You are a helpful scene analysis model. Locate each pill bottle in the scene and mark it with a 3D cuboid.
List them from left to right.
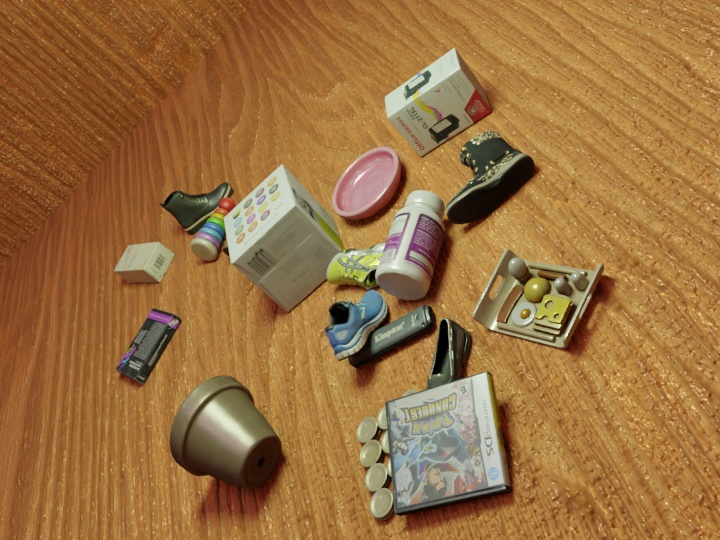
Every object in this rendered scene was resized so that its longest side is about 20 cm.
[{"bbox_3d":[0.107,-0.054,1.470,0.110,0.112,0.204,-7,52,42],"label":"pill bottle"}]

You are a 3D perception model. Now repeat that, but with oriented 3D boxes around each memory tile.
[{"bbox_3d":[0.063,0.312,1.262,0.152,0.017,0.203,-36,38,18],"label":"memory tile"}]

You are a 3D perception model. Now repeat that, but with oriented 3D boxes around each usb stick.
[{"bbox_3d":[0.057,0.128,1.423,0.197,0.033,0.056,-30,39,24],"label":"usb stick"}]

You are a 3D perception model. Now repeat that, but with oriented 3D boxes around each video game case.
[{"bbox_3d":[0.132,0.275,1.169,0.196,0.025,0.185,-22,58,28],"label":"video game case"}]

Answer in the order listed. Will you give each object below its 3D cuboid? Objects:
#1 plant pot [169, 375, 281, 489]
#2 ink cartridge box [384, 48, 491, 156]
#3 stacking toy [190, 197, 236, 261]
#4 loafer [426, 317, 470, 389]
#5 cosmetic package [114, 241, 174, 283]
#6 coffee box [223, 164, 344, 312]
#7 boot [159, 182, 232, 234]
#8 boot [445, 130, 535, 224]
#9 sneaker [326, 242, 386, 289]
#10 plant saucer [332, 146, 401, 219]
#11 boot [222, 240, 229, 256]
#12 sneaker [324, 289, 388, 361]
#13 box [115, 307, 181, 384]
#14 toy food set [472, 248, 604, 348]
[{"bbox_3d":[-0.248,0.334,1.453,0.172,0.201,0.203,22,73,34],"label":"plant pot"},{"bbox_3d":[0.173,-0.373,1.662,0.197,0.145,0.084,-30,41,24],"label":"ink cartridge box"},{"bbox_3d":[-0.413,-0.128,2.132,0.084,0.086,0.203,-11,43,39],"label":"stacking toy"},{"bbox_3d":[0.140,0.177,1.263,0.071,0.063,0.204,-15,48,37],"label":"loafer"},{"bbox_3d":[-0.679,-0.023,2.314,0.197,0.073,0.106,-3,55,44],"label":"cosmetic package"},{"bbox_3d":[-0.177,-0.076,1.715,0.198,0.200,0.200,-38,36,12],"label":"coffee box"},{"bbox_3d":[-0.499,-0.220,2.244,0.200,0.138,0.078,-45,36,3],"label":"boot"},{"bbox_3d":[0.238,-0.192,1.488,0.198,0.073,0.152,-38,38,9],"label":"boot"},{"bbox_3d":[0.000,0.000,1.566,0.197,0.075,0.078,-18,44,38],"label":"sneaker"},{"bbox_3d":[0.021,-0.199,1.746,0.198,0.051,0.204,-29,39,26],"label":"plant saucer"},{"bbox_3d":[-0.277,-0.111,1.977,0.198,0.076,0.158,-9,47,51],"label":"boot"},{"bbox_3d":[-0.010,0.086,1.449,0.077,0.090,0.200,-25,14,32],"label":"sneaker"},{"bbox_3d":[-0.586,0.206,2.037,0.141,0.036,0.203,7,62,50],"label":"box"},{"bbox_3d":[0.293,0.038,1.230,0.198,0.060,0.146,12,66,51],"label":"toy food set"}]
